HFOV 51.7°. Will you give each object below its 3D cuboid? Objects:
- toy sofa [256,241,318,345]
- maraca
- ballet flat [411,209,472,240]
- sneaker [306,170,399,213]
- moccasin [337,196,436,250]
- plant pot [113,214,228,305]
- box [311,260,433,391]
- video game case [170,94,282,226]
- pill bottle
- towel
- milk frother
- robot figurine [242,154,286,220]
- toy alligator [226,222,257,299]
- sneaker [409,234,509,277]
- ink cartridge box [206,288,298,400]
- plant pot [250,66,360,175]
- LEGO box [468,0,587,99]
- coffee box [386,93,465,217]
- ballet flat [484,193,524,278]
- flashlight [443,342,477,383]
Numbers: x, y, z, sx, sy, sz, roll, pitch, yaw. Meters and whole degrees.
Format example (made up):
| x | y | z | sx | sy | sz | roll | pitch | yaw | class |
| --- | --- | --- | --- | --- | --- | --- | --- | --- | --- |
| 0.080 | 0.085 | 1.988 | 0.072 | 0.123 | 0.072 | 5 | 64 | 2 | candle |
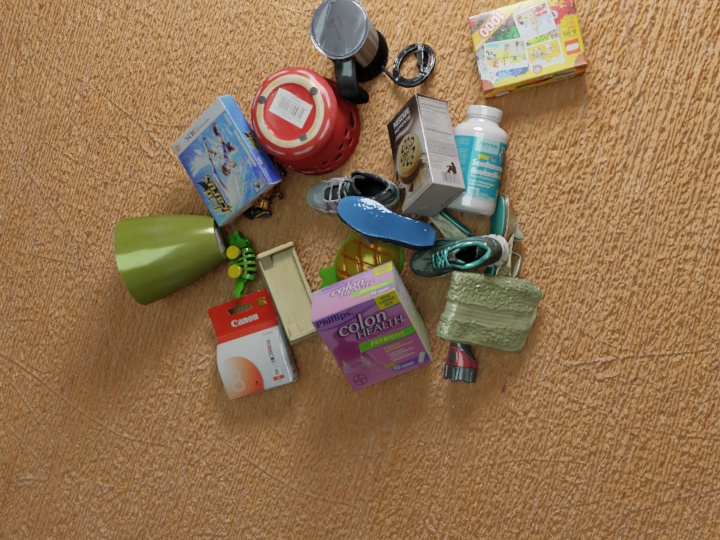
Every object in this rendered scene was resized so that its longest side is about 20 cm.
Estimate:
| x | y | z | sx | sy | sz | roll | pitch | yaw | class |
| --- | --- | --- | --- | --- | --- | --- | --- | --- | --- |
| -0.147 | 0.048 | 1.565 | 0.082 | 0.098 | 0.202 | -21 | 84 | -10 | toy sofa |
| 0.000 | 0.000 | 1.506 | 0.200 | 0.107 | 0.138 | -41 | 72 | 15 | maraca |
| 0.137 | -0.112 | 1.493 | 0.200 | 0.067 | 0.062 | 44 | 110 | 10 | ballet flat |
| -0.026 | -0.165 | 1.490 | 0.197 | 0.140 | 0.079 | -4 | 83 | 12 | sneaker |
| 0.046 | -0.078 | 1.432 | 0.198 | 0.068 | 0.081 | 25 | 78 | 7 | moccasin |
| -0.387 | -0.042 | 1.576 | 0.197 | 0.187 | 0.190 | -15 | 87 | 4 | plant pot |
| 0.024 | 0.112 | 1.456 | 0.174 | 0.097 | 0.201 | -21 | 121 | 13 | box |
| -0.275 | -0.220 | 1.510 | 0.181 | 0.045 | 0.201 | -32 | 89 | 38 | video game case |
| 0.224 | -0.213 | 1.445 | 0.109 | 0.111 | 0.203 | 11 | 94 | 13 | pill bottle |
| 0.249 | 0.079 | 1.424 | 0.197 | 0.036 | 0.150 | 11 | 101 | -19 | towel |
| 0.029 | -0.437 | 1.452 | 0.198 | 0.188 | 0.183 | -22 | 86 | 13 | milk frother |
| -0.257 | -0.195 | 1.591 | 0.198 | 0.058 | 0.147 | 24 | 100 | 13 | robot figurine |
| -0.251 | -0.042 | 1.587 | 0.054 | 0.059 | 0.203 | -11 | 75 | 14 | toy alligator |
| 0.179 | -0.030 | 1.422 | 0.198 | 0.091 | 0.079 | -13 | 87 | 26 | sneaker |
| -0.236 | 0.159 | 1.576 | 0.160 | 0.050 | 0.202 | -18 | 97 | 18 | ink cartridge box |
| -0.115 | -0.299 | 1.495 | 0.198 | 0.182 | 0.203 | 1 | 93 | 15 | plant pot |
| 0.321 | -0.434 | 1.436 | 0.197 | 0.077 | 0.151 | -13 | 87 | 14 | LEGO box |
| 0.123 | -0.220 | 1.428 | 0.113 | 0.079 | 0.202 | -42 | 49 | 51 | coffee box |
| 0.286 | -0.047 | 1.465 | 0.064 | 0.070 | 0.203 | 7 | 95 | -14 | ballet flat |
| 0.210 | 0.120 | 1.480 | 0.067 | 0.068 | 0.203 | 8 | 87 | 5 | flashlight |
